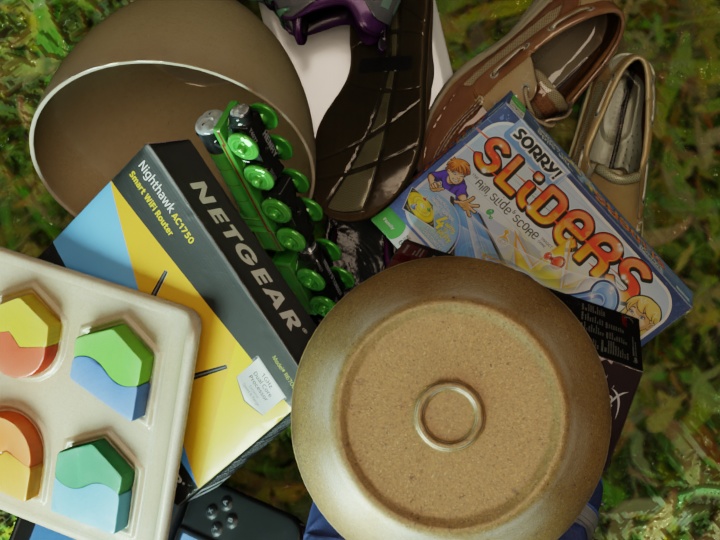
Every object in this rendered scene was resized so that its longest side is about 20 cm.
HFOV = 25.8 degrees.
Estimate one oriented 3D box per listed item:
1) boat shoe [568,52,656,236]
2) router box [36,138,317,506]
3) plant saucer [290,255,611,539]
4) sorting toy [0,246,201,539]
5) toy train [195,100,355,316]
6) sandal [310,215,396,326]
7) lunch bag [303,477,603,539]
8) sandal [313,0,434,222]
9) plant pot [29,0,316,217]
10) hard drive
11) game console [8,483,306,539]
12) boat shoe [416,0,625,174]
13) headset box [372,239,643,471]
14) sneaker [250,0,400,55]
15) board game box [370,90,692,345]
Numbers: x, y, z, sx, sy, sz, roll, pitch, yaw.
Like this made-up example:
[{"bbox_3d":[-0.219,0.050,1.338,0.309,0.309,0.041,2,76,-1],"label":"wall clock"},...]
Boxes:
[{"bbox_3d":[0.181,-0.063,1.161,0.071,0.076,0.201,6,88,-2],"label":"boat shoe"},{"bbox_3d":[-0.120,0.034,1.061,0.149,0.051,0.200,-42,77,29],"label":"router box"},{"bbox_3d":[0.054,0.089,0.961,0.200,0.035,0.201,0,84,4],"label":"plant saucer"},{"bbox_3d":[-0.203,0.092,1.065,0.200,0.036,0.186,18,106,26],"label":"sorting toy"},{"bbox_3d":[-0.059,-0.040,1.083,0.056,0.200,0.042,7,52,31],"label":"toy train"},{"bbox_3d":[-0.001,-0.001,1.172,0.075,0.048,0.201,0,85,0],"label":"sandal"},{"bbox_3d":[0.070,0.165,1.051,0.199,0.136,0.133,19,68,3],"label":"lunch bag"},{"bbox_3d":[0.017,-0.126,1.155,0.081,0.055,0.201,0,69,19],"label":"sandal"},{"bbox_3d":[-0.125,-0.124,1.128,0.200,0.201,0.135,5,52,1],"label":"plant pot"},{"bbox_3d":[-0.010,-0.204,1.199,0.132,0.027,0.201,-13,85,-1],"label":"hard drive"},{"bbox_3d":[-0.159,0.239,1.114,0.170,0.118,0.201,18,86,35],"label":"game console"},{"bbox_3d":[0.118,-0.131,1.159,0.076,0.072,0.200,40,87,-29],"label":"boat shoe"},{"bbox_3d":[0.084,0.049,1.062,0.199,0.149,0.077,18,103,4],"label":"headset box"},{"bbox_3d":[-0.065,-0.213,1.139,0.199,0.074,0.088,12,75,14],"label":"sneaker"},{"bbox_3d":[0.124,-0.011,1.136,0.135,0.034,0.200,-41,98,22],"label":"board game box"}]
